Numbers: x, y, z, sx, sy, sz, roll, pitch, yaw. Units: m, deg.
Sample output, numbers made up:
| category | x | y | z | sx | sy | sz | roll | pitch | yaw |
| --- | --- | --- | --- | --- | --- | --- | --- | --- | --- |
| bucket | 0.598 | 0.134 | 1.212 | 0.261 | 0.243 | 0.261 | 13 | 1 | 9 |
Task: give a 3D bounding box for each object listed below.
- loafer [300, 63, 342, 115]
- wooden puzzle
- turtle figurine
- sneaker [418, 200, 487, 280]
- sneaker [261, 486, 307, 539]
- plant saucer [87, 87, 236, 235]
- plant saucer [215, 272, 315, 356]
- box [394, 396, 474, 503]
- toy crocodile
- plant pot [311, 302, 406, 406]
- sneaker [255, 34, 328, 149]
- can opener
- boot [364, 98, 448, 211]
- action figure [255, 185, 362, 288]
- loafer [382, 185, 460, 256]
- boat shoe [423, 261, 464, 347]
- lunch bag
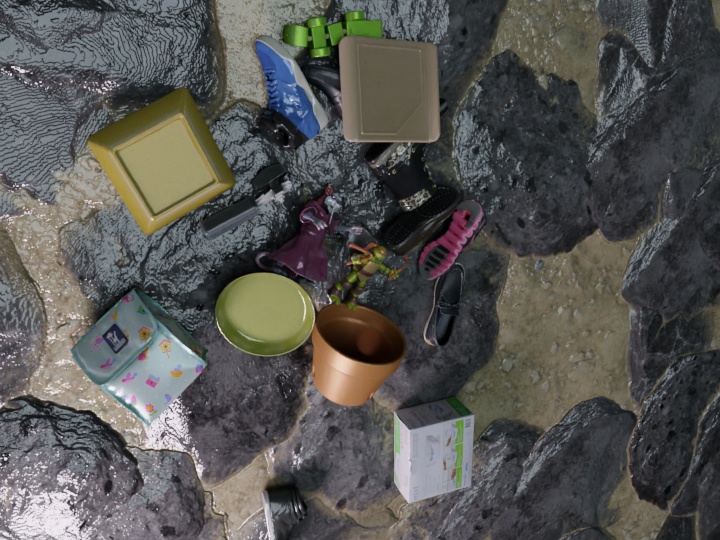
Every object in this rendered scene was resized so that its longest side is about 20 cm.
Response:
| category | x | y | z | sx | sy | sz | roll | pitch | yaw |
| --- | --- | --- | --- | --- | --- | --- | --- | --- | --- |
| loafer | -0.027 | -0.330 | 1.211 | 0.198 | 0.068 | 0.072 | 17 | 92 | -30 |
| wooden puzzle | 0.055 | -0.335 | 1.195 | 0.196 | 0.037 | 0.189 | -5 | 95 | -23 |
| turtle figurine | 0.000 | 0.000 | 1.313 | 0.162 | 0.065 | 0.199 | -49 | 147 | 18 |
| sneaker | 0.209 | -0.057 | 1.403 | 0.201 | 0.079 | 0.095 | -51 | 152 | 13 |
| sneaker | -0.163 | 0.583 | 1.453 | 0.097 | 0.071 | 0.204 | -10 | 106 | -14 |
| plant saucer | -0.346 | -0.188 | 1.137 | 0.198 | 0.048 | 0.202 | -31 | 116 | -10 |
| plant saucer | -0.188 | 0.082 | 1.270 | 0.196 | 0.031 | 0.203 | -2 | 122 | -3 |
| box | 0.175 | 0.429 | 1.530 | 0.173 | 0.097 | 0.204 | -9 | 111 | -19 |
| toy crocodile | -0.047 | -0.437 | 1.179 | 0.197 | 0.062 | 0.069 | -17 | 113 | -22 |
| plant pot | -0.017 | 0.182 | 1.328 | 0.196 | 0.201 | 0.142 | 6 | 122 | -24 |
| sneaker | -0.151 | -0.314 | 1.160 | 0.111 | 0.076 | 0.201 | -44 | 125 | -14 |
| can opener | -0.218 | -0.128 | 1.217 | 0.198 | 0.053 | 0.067 | -34 | 82 | -11 |
| boot | 0.121 | -0.236 | 1.307 | 0.203 | 0.073 | 0.154 | -41 | 122 | -6 |
| action figure | -0.095 | -0.074 | 1.269 | 0.133 | 0.147 | 0.204 | 31 | 74 | -53 |
| loafer | 0.130 | -0.106 | 1.361 | 0.199 | 0.073 | 0.071 | -37 | 151 | -9 |
| boat shoe | 0.197 | 0.080 | 1.444 | 0.073 | 0.062 | 0.204 | 12 | 101 | -23 |
| lunch bag | -0.408 | 0.155 | 1.185 | 0.170 | 0.122 | 0.200 | -44 | 110 | -1 |
